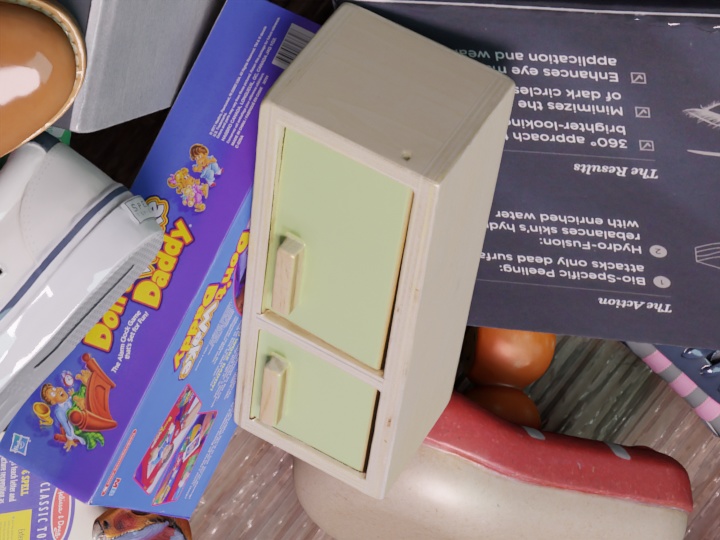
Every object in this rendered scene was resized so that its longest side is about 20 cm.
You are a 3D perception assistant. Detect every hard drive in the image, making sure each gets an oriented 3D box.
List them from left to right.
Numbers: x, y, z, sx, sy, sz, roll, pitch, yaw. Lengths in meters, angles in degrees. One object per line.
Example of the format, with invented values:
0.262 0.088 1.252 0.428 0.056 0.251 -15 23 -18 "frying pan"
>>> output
-0.071 -0.158 0.801 0.140 0.033 0.201 -34 138 -71 "hard drive"

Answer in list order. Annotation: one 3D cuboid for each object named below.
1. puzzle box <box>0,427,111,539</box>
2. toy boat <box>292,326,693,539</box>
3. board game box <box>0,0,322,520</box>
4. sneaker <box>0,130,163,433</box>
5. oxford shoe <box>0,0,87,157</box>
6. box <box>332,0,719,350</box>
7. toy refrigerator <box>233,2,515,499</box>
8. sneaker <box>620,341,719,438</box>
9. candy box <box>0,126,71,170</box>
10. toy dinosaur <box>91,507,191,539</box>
-0.155 0.152 0.979 0.132 0.025 0.201 -6 115 -30 "puzzle box"
0.063 0.071 1.036 0.199 0.130 0.132 13 75 -37 "toy boat"
-0.061 0.000 0.889 0.201 0.045 0.134 -63 165 -3 "board game box"
-0.162 0.034 0.802 0.200 0.071 0.073 -46 172 -7 "sneaker"
-0.182 -0.041 0.715 0.199 0.071 0.072 -18 112 -9 "oxford shoe"
0.112 -0.073 0.893 0.201 0.195 0.118 75 27 -47 "box"
0.000 0.000 0.862 0.070 0.076 0.201 -53 163 -36 "toy refrigerator"
0.184 0.038 1.104 0.070 0.082 0.200 -51 129 -1 "sneaker"
-0.202 -0.097 0.794 0.199 0.077 0.170 -2 112 -31 "candy box"
-0.127 0.192 0.969 0.105 0.200 0.182 31 59 -26 "toy dinosaur"
